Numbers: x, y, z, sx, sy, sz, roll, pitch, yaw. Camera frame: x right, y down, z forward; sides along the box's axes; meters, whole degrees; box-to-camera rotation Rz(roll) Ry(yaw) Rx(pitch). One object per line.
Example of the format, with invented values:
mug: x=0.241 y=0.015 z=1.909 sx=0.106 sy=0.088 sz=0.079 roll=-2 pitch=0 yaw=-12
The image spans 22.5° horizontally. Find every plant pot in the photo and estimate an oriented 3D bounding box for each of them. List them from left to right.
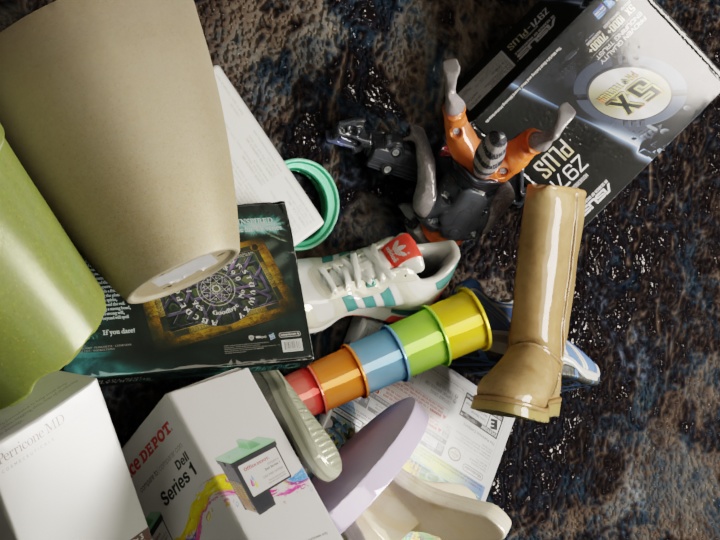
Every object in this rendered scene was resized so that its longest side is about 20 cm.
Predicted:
plant pot: x=-0.282 y=-0.008 z=1.276 sx=0.190 sy=0.200 sz=0.200 roll=49 pitch=59 yaw=-21
plant pot: x=-0.171 y=-0.085 z=1.346 sx=0.187 sy=0.187 sz=0.201 roll=-18 pitch=78 yaw=-37

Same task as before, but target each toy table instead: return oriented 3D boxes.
toy table: x=0.022 y=0.206 z=1.487 sx=0.117 sy=0.184 sz=0.200 roll=49 pitch=50 yaw=-8

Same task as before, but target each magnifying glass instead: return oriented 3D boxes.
magnifying glass: x=-0.097 y=-0.034 z=1.535 sx=0.200 sy=0.022 sz=0.080 roll=-28 pitch=102 yaw=-34

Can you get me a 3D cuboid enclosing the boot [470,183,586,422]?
boot: x=0.146 y=0.025 z=1.550 sx=0.175 sy=0.066 sz=0.201 roll=4 pitch=94 yaw=-77

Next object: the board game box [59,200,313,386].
board game box: x=-0.144 y=0.017 z=1.416 sx=0.199 sy=0.028 sz=0.136 roll=-4 pitch=72 yaw=-19

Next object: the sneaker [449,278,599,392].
sneaker: x=0.154 y=0.065 z=1.680 sx=0.200 sy=0.076 sz=0.077 roll=23 pitch=60 yaw=-43

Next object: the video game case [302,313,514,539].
video game case: x=0.039 y=0.164 z=1.617 sx=0.200 sy=0.022 sz=0.183 roll=35 pitch=65 yaw=-30

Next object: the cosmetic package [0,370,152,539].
cosmetic package: x=-0.226 y=0.184 z=1.334 sx=0.113 sy=0.081 sz=0.201 roll=-37 pitch=121 yaw=-38

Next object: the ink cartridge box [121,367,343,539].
ink cartridge box: x=-0.101 y=0.198 z=1.382 sx=0.084 sy=0.145 sz=0.200 roll=-15 pitch=67 yaw=-41

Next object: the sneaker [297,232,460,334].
sneaker: x=0.001 y=0.000 z=1.548 sx=0.199 sy=0.093 sz=0.071 roll=-1 pitch=54 yaw=-40

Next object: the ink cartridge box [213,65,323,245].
ink cartridge box: x=-0.153 y=-0.047 z=1.474 sx=0.200 sy=0.047 sz=0.160 roll=-36 pitch=97 yaw=-17

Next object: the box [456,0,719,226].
box: x=0.209 y=-0.167 z=1.680 sx=0.200 sy=0.086 sz=0.164 roll=-44 pitch=117 yaw=9

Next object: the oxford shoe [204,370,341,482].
oxford shoe: x=-0.072 y=0.116 z=1.446 sx=0.058 sy=0.200 sz=0.075 roll=-38 pitch=127 yaw=-5

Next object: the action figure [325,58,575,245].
action figure: x=0.071 y=-0.090 z=1.581 sx=0.199 sy=0.194 sz=0.105 roll=11 pitch=46 yaw=-12

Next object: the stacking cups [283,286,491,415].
stacking cups: x=0.011 y=0.075 z=1.553 sx=0.199 sy=0.060 sz=0.061 roll=-20 pitch=98 yaw=-14
